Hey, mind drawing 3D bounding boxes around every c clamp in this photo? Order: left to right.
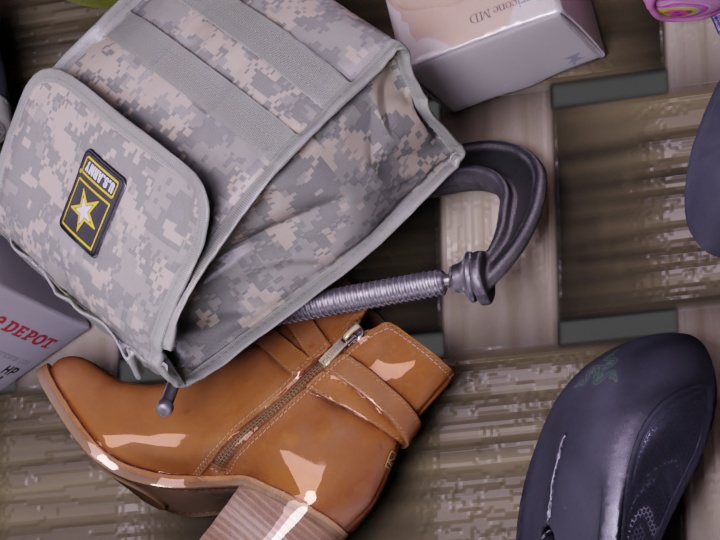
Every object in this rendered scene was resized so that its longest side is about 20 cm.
[{"bbox_3d":[0.000,0.000,1.467,0.199,0.027,0.171,-14,36,14],"label":"c clamp"}]

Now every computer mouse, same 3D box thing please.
[{"bbox_3d":[0.110,0.116,1.387,0.138,0.053,0.201,-2,65,60],"label":"computer mouse"}]

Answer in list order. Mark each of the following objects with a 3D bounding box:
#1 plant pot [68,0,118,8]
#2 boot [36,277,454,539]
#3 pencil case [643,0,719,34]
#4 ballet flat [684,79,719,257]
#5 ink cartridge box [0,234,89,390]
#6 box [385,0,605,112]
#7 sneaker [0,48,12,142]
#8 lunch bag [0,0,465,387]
[{"bbox_3d":[-0.193,-0.259,1.578,0.192,0.200,0.201,18,83,38],"label":"plant pot"},{"bbox_3d":[-0.061,0.060,1.490,0.200,0.077,0.155,35,84,36],"label":"boot"},{"bbox_3d":[0.150,-0.223,1.472,0.087,0.087,0.201,-27,67,14],"label":"pencil case"},{"bbox_3d":[0.220,-0.098,1.409,0.073,0.073,0.201,27,86,26],"label":"ballet flat"},{"bbox_3d":[-0.266,0.038,1.539,0.200,0.145,0.084,-35,67,11],"label":"ink cartridge box"},{"bbox_3d":[0.053,-0.195,1.506,0.095,0.078,0.201,-20,69,16],"label":"box"},{"bbox_3d":[-0.272,-0.101,1.616,0.199,0.075,0.107,-18,62,30],"label":"sneaker"},{"bbox_3d":[-0.081,-0.054,1.453,0.200,0.118,0.164,-45,50,-9],"label":"lunch bag"}]
